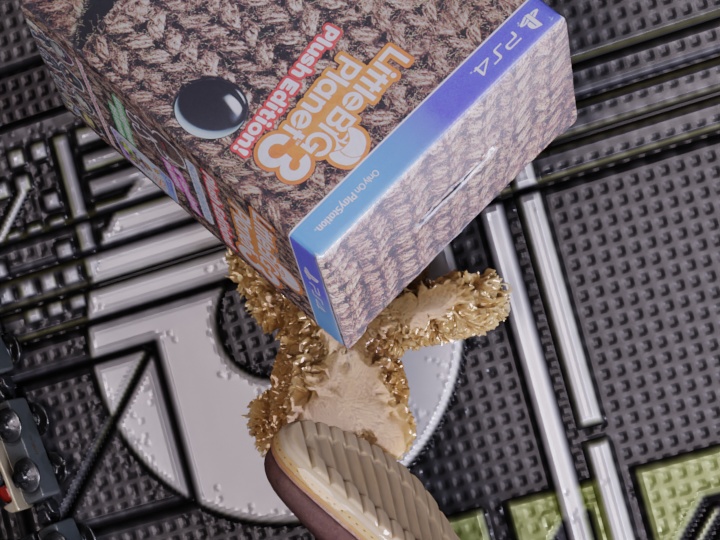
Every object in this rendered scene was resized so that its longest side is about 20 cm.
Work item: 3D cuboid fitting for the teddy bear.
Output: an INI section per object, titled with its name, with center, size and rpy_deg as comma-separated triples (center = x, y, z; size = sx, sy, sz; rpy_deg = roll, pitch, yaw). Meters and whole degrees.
[teddy bear]
center = 0.000, 0.000, 1.253
size = 0.145, 0.067, 0.201
rpy_deg = -14, 80, 10

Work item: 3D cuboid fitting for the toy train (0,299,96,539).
[toy train]
center = -0.182, 0.092, 1.329
size = 0.046, 0.034, 0.201
rpy_deg = -26, 83, 31

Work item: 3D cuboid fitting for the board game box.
[board game box]
center = -0.027, -0.096, 1.191
size = 0.200, 0.097, 0.159
rpy_deg = 39, 76, 22

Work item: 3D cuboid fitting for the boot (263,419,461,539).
[boot]
center = -0.017, 0.176, 1.212
size = 0.166, 0.072, 0.200
rpy_deg = -38, 115, 19
